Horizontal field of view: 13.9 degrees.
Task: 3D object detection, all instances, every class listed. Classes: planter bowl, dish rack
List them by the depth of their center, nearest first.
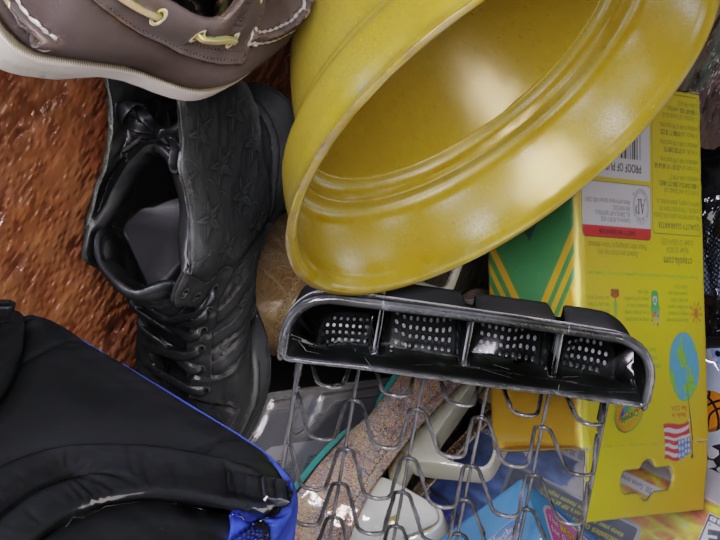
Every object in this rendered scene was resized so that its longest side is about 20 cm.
[{"bbox_3d":[0.035,-0.087,1.139,0.200,0.084,0.201,-29,155,-15],"label":"planter bowl"},{"bbox_3d":[0.031,0.099,1.239,0.055,0.153,0.201,-89,-173,-67],"label":"dish rack"}]

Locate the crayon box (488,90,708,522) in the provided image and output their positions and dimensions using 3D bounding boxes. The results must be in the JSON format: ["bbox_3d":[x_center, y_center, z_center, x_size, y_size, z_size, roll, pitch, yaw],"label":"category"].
[{"bbox_3d":[0.110,0.014,1.360,0.127,0.051,0.201,4,84,-57],"label":"crayon box"}]

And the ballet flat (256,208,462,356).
[{"bbox_3d":[0.000,0.000,1.286,0.200,0.072,0.068,-29,142,-53],"label":"ballet flat"}]

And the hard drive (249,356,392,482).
[{"bbox_3d":[-0.048,0.106,1.349,0.200,0.038,0.140,-1,116,-64],"label":"hard drive"}]

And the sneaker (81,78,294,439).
[{"bbox_3d":[-0.074,-0.003,1.146,0.104,0.060,0.200,-26,132,-58],"label":"sneaker"}]

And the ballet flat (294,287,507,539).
[{"bbox_3d":[0.023,0.089,1.346,0.200,0.067,0.068,-52,155,-23],"label":"ballet flat"}]

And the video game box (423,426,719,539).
[{"bbox_3d":[0.084,0.157,1.477,0.047,0.200,0.183,-27,139,-62],"label":"video game box"}]

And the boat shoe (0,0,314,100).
[{"bbox_3d":[-0.064,-0.103,1.018,0.059,0.072,0.200,-23,171,27],"label":"boat shoe"}]

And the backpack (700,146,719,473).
[{"bbox_3d":[0.181,0.034,1.530,0.200,0.153,0.191,-23,114,-73],"label":"backpack"}]

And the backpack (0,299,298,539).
[{"bbox_3d":[-0.136,0.134,1.002,0.200,0.162,0.168,-27,129,-43],"label":"backpack"}]

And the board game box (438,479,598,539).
[{"bbox_3d":[0.081,0.198,1.370,0.153,0.040,0.200,-37,128,17],"label":"board game box"}]

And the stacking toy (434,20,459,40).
[{"bbox_3d":[0.069,-0.157,1.259,0.200,0.085,0.086,-38,148,-37],"label":"stacking toy"}]
